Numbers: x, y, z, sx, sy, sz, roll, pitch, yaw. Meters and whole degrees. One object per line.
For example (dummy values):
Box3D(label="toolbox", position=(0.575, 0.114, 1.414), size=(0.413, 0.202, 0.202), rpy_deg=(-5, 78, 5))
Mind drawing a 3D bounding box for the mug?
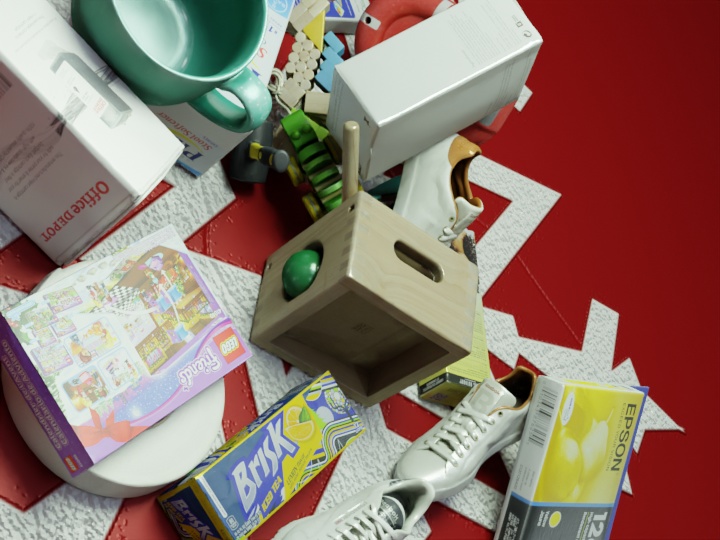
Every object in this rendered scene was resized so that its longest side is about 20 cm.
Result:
Box3D(label="mug", position=(-0.166, -0.203, 1.050), size=(0.150, 0.114, 0.189), rpy_deg=(-6, 84, -36))

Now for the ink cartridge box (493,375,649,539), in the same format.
Box3D(label="ink cartridge box", position=(0.240, 0.218, 1.323), size=(0.198, 0.047, 0.201), rpy_deg=(9, 97, -39))

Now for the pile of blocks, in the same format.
Box3D(label="pile of blocks", position=(-0.050, -0.188, 1.301), size=(0.081, 0.062, 0.204), rpy_deg=(9, 84, -1))

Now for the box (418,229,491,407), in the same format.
Box3D(label="box", position=(0.095, 0.044, 1.356), size=(0.074, 0.050, 0.203), rpy_deg=(17, 57, -37))

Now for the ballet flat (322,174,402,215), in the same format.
Box3D(label="ballet flat", position=(0.022, -0.060, 1.345), size=(0.199, 0.072, 0.073), rpy_deg=(-23, 83, -48))

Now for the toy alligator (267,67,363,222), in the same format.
Box3D(label="toy alligator", position=(-0.050, -0.119, 1.234), size=(0.059, 0.054, 0.202), rpy_deg=(-28, 85, -4))

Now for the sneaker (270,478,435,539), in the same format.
Box3D(label="sneaker", position=(-0.012, 0.242, 1.113), size=(0.199, 0.080, 0.077), rpy_deg=(-32, 91, -47))

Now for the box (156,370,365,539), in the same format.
Box3D(label="box", position=(-0.084, 0.170, 1.097), size=(0.071, 0.064, 0.199), rpy_deg=(56, 42, -2))

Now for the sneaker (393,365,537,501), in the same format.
Box3D(label="sneaker", position=(0.107, 0.156, 1.253), size=(0.072, 0.086, 0.199), rpy_deg=(31, 44, 31))

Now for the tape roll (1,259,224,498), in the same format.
Box3D(label="tape roll", position=(-0.205, 0.089, 1.046), size=(0.201, 0.037, 0.206), rpy_deg=(23, 53, -34))

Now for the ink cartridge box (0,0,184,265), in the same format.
Box3D(label="ink cartridge box", position=(-0.266, -0.121, 1.025), size=(0.200, 0.145, 0.085), rpy_deg=(48, 44, -12))

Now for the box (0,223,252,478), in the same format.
Box3D(label="box", position=(-0.193, 0.060, 1.016), size=(0.199, 0.039, 0.138), rpy_deg=(-33, 91, -49))

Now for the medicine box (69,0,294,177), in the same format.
Box3D(label="medicine box", position=(-0.179, -0.231, 1.208), size=(0.181, 0.102, 0.202), rpy_deg=(34, 47, -25))

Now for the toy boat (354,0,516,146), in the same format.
Box3D(label="toy boat", position=(0.074, -0.226, 1.338), size=(0.199, 0.132, 0.130), rpy_deg=(38, 16, 22))

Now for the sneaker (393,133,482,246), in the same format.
Box3D(label="sneaker", position=(0.077, -0.042, 1.283), size=(0.073, 0.084, 0.204), rpy_deg=(-17, 121, -61))

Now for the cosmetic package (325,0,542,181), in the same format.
Box3D(label="cosmetic package", position=(0.069, -0.183, 1.208), size=(0.198, 0.113, 0.082), rpy_deg=(-27, 72, -19))

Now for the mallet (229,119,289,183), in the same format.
Box3D(label="mallet", position=(-0.094, -0.100, 1.168), size=(0.040, 0.067, 0.200), rpy_deg=(7, 14, -14))

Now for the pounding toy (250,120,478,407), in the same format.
Box3D(label="pounding toy", position=(0.000, 0.000, 1.187), size=(0.199, 0.183, 0.144), rpy_deg=(32, 48, -27))

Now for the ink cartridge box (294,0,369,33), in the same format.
Box3D(label="ink cartridge box", position=(-0.070, -0.322, 1.419), size=(0.198, 0.037, 0.096), rpy_deg=(-9, 75, -49))
